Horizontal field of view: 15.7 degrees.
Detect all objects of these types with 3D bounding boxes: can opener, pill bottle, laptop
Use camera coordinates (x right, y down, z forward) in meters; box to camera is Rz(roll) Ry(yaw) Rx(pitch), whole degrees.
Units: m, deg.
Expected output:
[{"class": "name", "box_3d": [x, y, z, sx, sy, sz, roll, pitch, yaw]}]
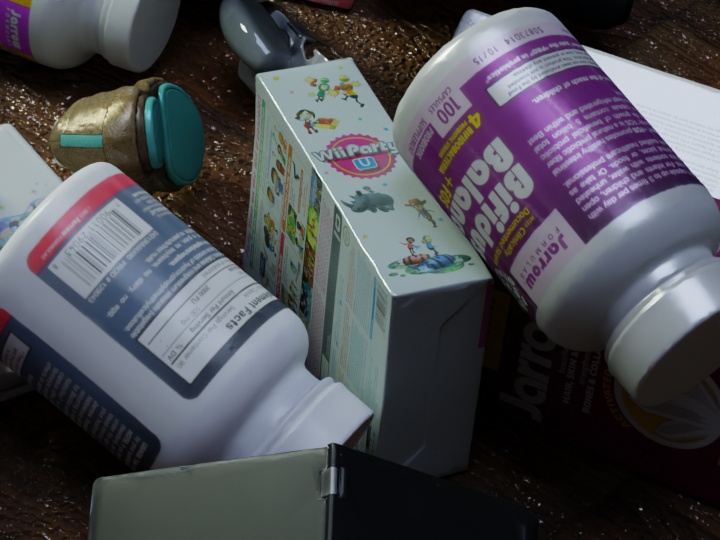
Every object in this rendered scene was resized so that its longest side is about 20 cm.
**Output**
[{"class": "can opener", "box_3d": [-0.031, -0.101, 1.625, 0.066, 0.053, 0.200, 13, 25, -44]}, {"class": "pill bottle", "box_3d": [0.114, -0.031, 1.342, 0.112, 0.112, 0.200, -23, 62, -31]}, {"class": "pill bottle", "box_3d": [-0.097, 0.048, 1.381, 0.200, 0.120, 0.120, 39, 47, 6]}, {"class": "laptop", "box_3d": [-0.025, 0.194, 1.279, 0.200, 0.116, 0.188, 20, 57, -28]}, {"class": "pill bottle", "box_3d": [-0.220, -0.193, 1.676, 0.200, 0.104, 0.104, 20, 42, 15]}]

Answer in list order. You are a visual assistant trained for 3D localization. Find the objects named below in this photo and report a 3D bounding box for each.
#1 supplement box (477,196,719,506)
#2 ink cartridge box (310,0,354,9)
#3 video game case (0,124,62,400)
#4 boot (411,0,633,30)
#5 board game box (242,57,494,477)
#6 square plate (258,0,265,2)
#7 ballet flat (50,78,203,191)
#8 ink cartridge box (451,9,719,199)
[{"class": "supplement box", "box_3d": [0.162, 0.030, 1.455, 0.200, 0.131, 0.103, 22, 44, 17]}, {"class": "ink cartridge box", "box_3d": [-0.015, -0.301, 1.760, 0.085, 0.200, 0.146, 14, 41, 7]}, {"class": "video game case", "box_3d": [-0.233, 0.000, 1.498, 0.182, 0.024, 0.200, -20, 47, -30]}, {"class": "boot", "box_3d": [0.105, -0.204, 1.709, 0.168, 0.077, 0.200, 12, 12, -8]}, {"class": "board game box", "box_3d": [0.000, 0.000, 1.452, 0.064, 0.148, 0.200, -13, 45, -21]}, {"class": "square plate", "box_3d": [-0.165, -0.237, 1.698, 0.200, 0.198, 0.028, 21, 76, 15]}, {"class": "ballet flat", "box_3d": [-0.140, -0.076, 1.516, 0.072, 0.068, 0.200, -3, 4, 5]}, {"class": "ink cartridge box", "box_3d": [0.125, -0.054, 1.616, 0.200, 0.045, 0.176, 20, 67, 14]}]
